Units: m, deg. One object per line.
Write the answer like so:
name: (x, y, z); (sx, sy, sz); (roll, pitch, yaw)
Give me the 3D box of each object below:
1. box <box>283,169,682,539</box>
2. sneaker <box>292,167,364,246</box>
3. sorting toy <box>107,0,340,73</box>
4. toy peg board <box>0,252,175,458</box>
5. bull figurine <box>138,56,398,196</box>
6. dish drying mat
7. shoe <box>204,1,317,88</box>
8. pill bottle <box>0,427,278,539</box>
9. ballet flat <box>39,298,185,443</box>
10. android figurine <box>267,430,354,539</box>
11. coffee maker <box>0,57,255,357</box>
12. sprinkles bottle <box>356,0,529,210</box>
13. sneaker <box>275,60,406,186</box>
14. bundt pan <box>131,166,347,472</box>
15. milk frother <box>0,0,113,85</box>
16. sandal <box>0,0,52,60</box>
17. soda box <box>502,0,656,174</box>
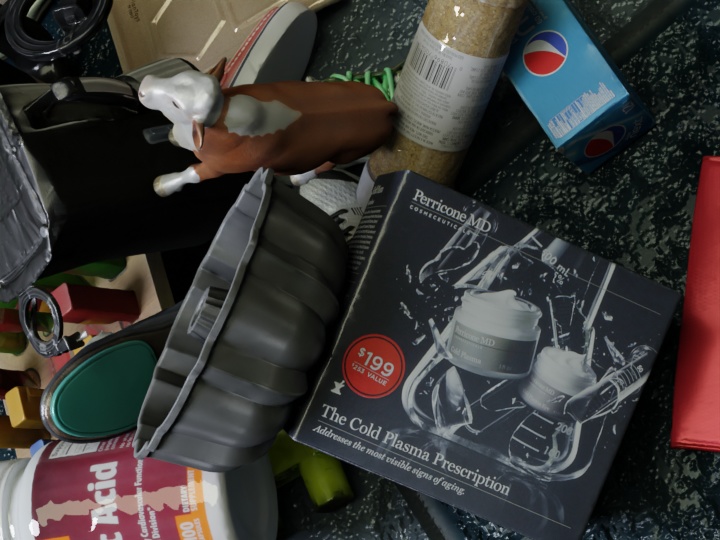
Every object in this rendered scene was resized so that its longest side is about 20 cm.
box: (0.072, 0.057, 1.009); (0.199, 0.104, 0.183); (23, 87, -9)
sneaker: (0.000, 0.000, 1.123); (0.076, 0.088, 0.200); (-36, 66, 15)
sorting toy: (-0.121, -0.251, 1.291); (0.200, 0.036, 0.186); (-26, 66, 14)
toy peg board: (-0.237, 0.078, 1.197); (0.200, 0.098, 0.200); (-35, 62, 32)
bull figurine: (-0.070, -0.093, 1.038); (0.121, 0.200, 0.065); (-21, 75, 50)
dish drying mat: (0.253, 0.022, 1.032); (0.077, 0.018, 0.201); (3, 77, 27)
shoe: (-0.118, -0.136, 1.228); (0.091, 0.071, 0.200); (33, 99, 21)
pill bottle: (-0.169, 0.169, 1.096); (0.199, 0.114, 0.115); (-11, 72, 14)
ballet flat: (-0.151, 0.064, 1.102); (0.073, 0.200, 0.073); (29, 134, 36)
android figurine: (-0.078, 0.100, 1.168); (0.182, 0.041, 0.200); (-33, 65, 17)
coffee maker: (-0.180, -0.051, 1.108); (0.134, 0.200, 0.193); (-7, 95, 44)
sprinkles bottle: (0.057, -0.123, 1.089); (0.068, 0.068, 0.200); (43, 130, 29)
sneaker: (-0.004, -0.120, 1.160); (0.199, 0.089, 0.077); (-21, 68, 21)
bundt pan: (-0.070, 0.039, 0.989); (0.076, 0.202, 0.202); (24, 88, -11)
milk frother: (-0.243, -0.135, 1.231); (0.199, 0.188, 0.181); (1, 78, 27)
sandal: (-0.293, -0.275, 1.369); (0.080, 0.057, 0.201); (31, 92, 30)
soda box: (0.127, -0.169, 1.118); (0.064, 0.068, 0.200); (-37, 63, 15)
